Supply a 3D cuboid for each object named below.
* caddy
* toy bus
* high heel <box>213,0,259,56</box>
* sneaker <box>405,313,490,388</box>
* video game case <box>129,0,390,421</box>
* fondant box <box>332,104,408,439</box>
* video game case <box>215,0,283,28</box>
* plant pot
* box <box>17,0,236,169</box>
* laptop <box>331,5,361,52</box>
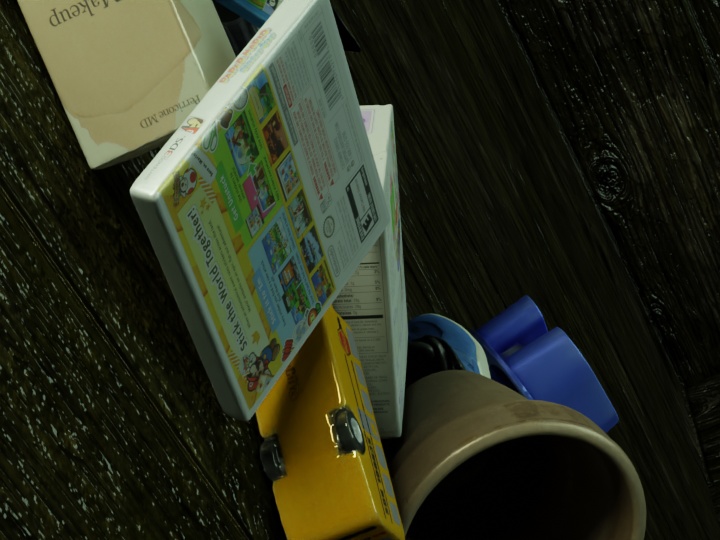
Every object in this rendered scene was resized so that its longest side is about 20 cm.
[{"bbox_3d":[0.185,0.125,1.859,0.141,0.105,0.201,47,-7,49],"label":"caddy"},{"bbox_3d":[-0.030,0.088,1.148,0.078,0.065,0.202,45,26,-59],"label":"toy bus"},{"bbox_3d":[-0.099,-0.217,1.387,0.143,0.071,0.201,66,8,-53],"label":"high heel"},{"bbox_3d":[0.054,0.079,1.465,0.111,0.076,0.201,45,15,-35],"label":"sneaker"},{"bbox_3d":[-0.053,-0.039,1.050,0.183,0.023,0.201,-55,147,-30],"label":"video game case"},{"bbox_3d":[0.000,0.000,1.272,0.145,0.058,0.202,-83,171,-61],"label":"fondant box"},{"bbox_3d":[-0.069,-0.285,1.297,0.142,0.018,0.201,31,67,-12],"label":"video game case"},{"bbox_3d":[0.088,0.160,1.295,0.201,0.199,0.175,60,-2,-30],"label":"plant pot"},{"bbox_3d":[-0.149,-0.171,1.035,0.202,0.094,0.078,66,15,-4],"label":"box"},{"bbox_3d":[-0.044,-0.299,1.449,0.115,0.202,0.187,18,3,-20],"label":"laptop"}]
